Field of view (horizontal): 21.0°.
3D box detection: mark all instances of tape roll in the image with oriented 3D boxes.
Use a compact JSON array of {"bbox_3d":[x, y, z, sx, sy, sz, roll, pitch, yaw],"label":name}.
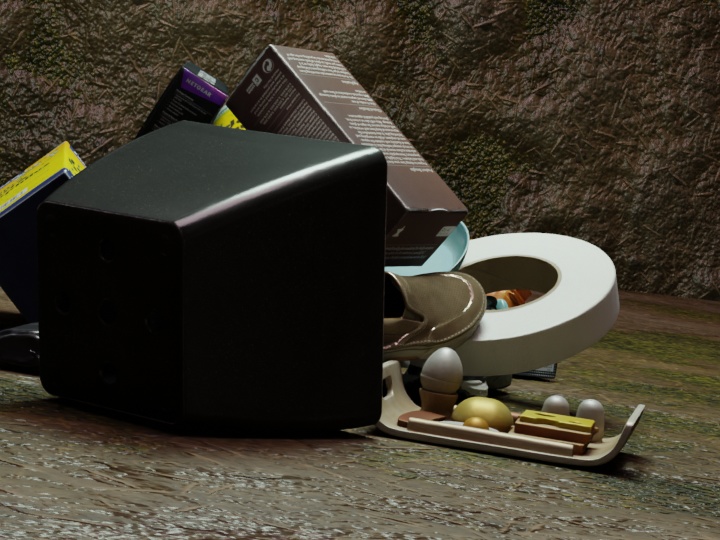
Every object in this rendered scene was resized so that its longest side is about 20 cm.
[{"bbox_3d":[0.122,0.026,1.670,0.202,0.037,0.203,-8,25,4],"label":"tape roll"}]

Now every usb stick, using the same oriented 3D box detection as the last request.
[{"bbox_3d":[-0.241,0.056,1.544,0.055,0.033,0.200,2,2,7],"label":"usb stick"}]

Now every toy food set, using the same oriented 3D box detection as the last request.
[{"bbox_3d":[0.108,0.097,1.439,0.199,0.061,0.143,8,3,11],"label":"toy food set"}]

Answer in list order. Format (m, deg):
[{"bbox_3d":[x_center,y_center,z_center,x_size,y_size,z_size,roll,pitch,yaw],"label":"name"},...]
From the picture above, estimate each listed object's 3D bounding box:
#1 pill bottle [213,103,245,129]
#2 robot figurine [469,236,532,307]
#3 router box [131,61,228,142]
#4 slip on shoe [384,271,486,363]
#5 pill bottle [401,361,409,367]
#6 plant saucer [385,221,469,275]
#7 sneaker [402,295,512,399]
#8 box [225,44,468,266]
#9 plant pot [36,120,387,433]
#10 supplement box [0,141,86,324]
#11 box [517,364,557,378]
[{"bbox_3d":[-0.083,-0.075,1.735,0.112,0.113,0.200,8,24,-11],"label":"pill bottle"},{"bbox_3d":[0.086,-0.007,2.035,0.200,0.058,0.145,23,-26,53],"label":"robot figurine"},{"bbox_3d":[-0.175,-0.109,1.716,0.051,0.149,0.200,32,5,-8],"label":"router box"},{"bbox_3d":[0.027,0.030,1.543,0.200,0.061,0.076,-14,47,-35],"label":"slip on shoe"},{"bbox_3d":[-0.042,0.028,1.814,0.200,0.113,0.113,8,3,18],"label":"pill bottle"},{"bbox_3d":[0.000,0.000,1.701,0.200,0.027,0.200,-12,26,6],"label":"plant saucer"},{"bbox_3d":[0.089,0.064,1.725,0.077,0.087,0.200,10,7,14],"label":"sneaker"},{"bbox_3d":[-0.012,-0.096,1.637,0.200,0.075,0.100,49,25,23],"label":"box"},{"bbox_3d":[-0.115,0.012,1.341,0.200,0.200,0.177,11,15,37],"label":"plant pot"},{"bbox_3d":[-0.283,-0.034,1.787,0.109,0.109,0.200,-35,14,-1],"label":"supplement box"},{"bbox_3d":[0.081,0.071,1.996,0.200,0.044,0.160,7,3,-22],"label":"box"}]
